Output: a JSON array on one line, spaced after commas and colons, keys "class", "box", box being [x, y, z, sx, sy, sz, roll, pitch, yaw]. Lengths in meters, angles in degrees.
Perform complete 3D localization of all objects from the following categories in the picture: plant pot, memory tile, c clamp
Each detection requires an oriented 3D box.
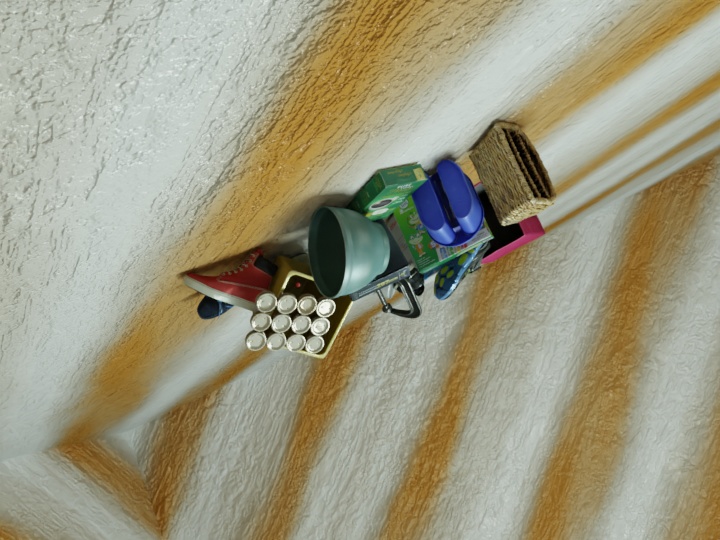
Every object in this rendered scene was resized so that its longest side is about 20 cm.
[{"class": "plant pot", "box": [-0.018, -0.044, 1.401, 0.133, 0.202, 0.200, -5, 161, -27]}, {"class": "plant pot", "box": [-0.161, 0.070, 1.580, 0.193, 0.200, 0.197, 19, 105, -30]}, {"class": "memory tile", "box": [-0.164, 0.122, 1.476, 0.198, 0.017, 0.155, 7, 111, -26]}, {"class": "c clamp", "box": [0.066, 0.051, 1.586, 0.170, 0.201, 0.027, -3, -137, 36]}]

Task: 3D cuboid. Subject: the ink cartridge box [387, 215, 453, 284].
[{"class": "ink cartridge box", "box": [0.188, -0.088, 1.686, 0.144, 0.201, 0.147, -22, 169, -19]}]

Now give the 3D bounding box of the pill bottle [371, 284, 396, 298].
[{"class": "pill bottle", "box": [0.000, 0.000, 1.675, 0.198, 0.114, 0.113, 18, 180, 16]}]

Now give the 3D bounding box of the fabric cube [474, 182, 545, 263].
[{"class": "fabric cube", "box": [0.391, -0.146, 1.854, 0.199, 0.198, 0.199, -31, 168, 31]}]

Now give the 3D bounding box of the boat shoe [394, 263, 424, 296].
[{"class": "boat shoe", "box": [0.136, 0.036, 1.619, 0.074, 0.066, 0.200, -43, 170, -12]}]

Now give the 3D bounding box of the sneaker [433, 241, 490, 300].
[{"class": "sneaker", "box": [0.257, -0.003, 1.571, 0.082, 0.071, 0.200, 26, 105, -41]}]

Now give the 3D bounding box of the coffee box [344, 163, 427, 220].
[{"class": "coffee box", "box": [0.051, -0.169, 1.428, 0.122, 0.044, 0.200, -15, 166, -31]}]

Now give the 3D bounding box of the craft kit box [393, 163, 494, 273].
[{"class": "craft kit box", "box": [0.194, -0.126, 1.535, 0.199, 0.199, 0.048, -28, 165, 20]}]

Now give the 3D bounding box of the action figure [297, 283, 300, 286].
[{"class": "action figure", "box": [-0.235, 0.059, 1.839, 0.198, 0.066, 0.099, -22, 160, -4]}]

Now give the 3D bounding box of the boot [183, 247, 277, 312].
[{"class": "boot", "box": [-0.298, 0.003, 1.461, 0.198, 0.146, 0.072, 19, 177, -19]}]

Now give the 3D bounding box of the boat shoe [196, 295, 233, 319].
[{"class": "boat shoe", "box": [-0.338, 0.055, 1.597, 0.200, 0.084, 0.069, -39, -174, 6]}]

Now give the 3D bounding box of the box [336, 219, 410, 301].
[{"class": "box", "box": [0.010, -0.042, 1.521, 0.156, 0.201, 0.051, -23, 147, -6]}]

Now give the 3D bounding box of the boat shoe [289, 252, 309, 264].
[{"class": "boat shoe", "box": [-0.214, 0.013, 1.694, 0.201, 0.063, 0.074, -38, 123, 12]}]

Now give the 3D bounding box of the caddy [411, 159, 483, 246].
[{"class": "caddy", "box": [0.201, -0.154, 1.452, 0.140, 0.202, 0.105, -24, 153, 15]}]

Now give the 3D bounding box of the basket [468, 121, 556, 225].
[{"class": "basket", "box": [0.361, -0.226, 1.403, 0.142, 0.202, 0.149, -18, 167, -20]}]
